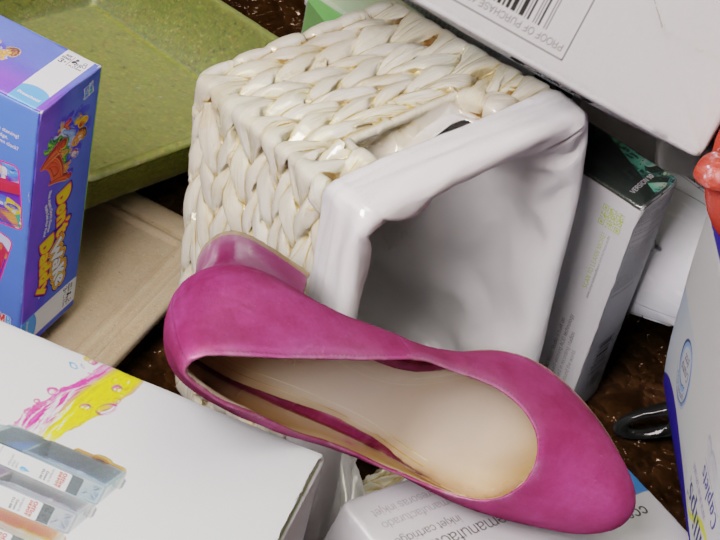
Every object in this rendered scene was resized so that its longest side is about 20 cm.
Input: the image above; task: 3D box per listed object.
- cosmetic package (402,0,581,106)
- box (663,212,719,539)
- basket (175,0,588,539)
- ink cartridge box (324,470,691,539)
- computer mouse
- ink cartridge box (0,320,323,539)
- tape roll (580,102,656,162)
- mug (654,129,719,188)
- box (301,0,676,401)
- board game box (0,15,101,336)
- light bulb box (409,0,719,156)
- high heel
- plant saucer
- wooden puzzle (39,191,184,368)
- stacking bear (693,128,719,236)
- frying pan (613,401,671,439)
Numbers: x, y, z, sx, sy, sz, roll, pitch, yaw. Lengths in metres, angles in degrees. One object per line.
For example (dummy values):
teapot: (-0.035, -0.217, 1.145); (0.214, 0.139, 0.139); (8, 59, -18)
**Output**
cosmetic package: (0.060, -0.159, 0.961); (0.149, 0.201, 0.052); (15, 37, 1)
box: (0.236, 0.070, 0.730); (0.198, 0.106, 0.184); (7, 32, -2)
basket: (0.000, 0.000, 0.794); (0.135, 0.201, 0.123); (-25, 49, -34)
ink cartridge box: (0.089, 0.169, 0.709); (0.146, 0.086, 0.200); (-14, 48, -40)
computer mouse: (0.136, -0.019, 0.878); (0.199, 0.110, 0.044); (27, 8, 42)
ink cartridge box: (-0.135, 0.123, 0.667); (0.199, 0.146, 0.145); (22, 44, 8)
tape roll: (0.211, -0.170, 1.057); (0.201, 0.140, 0.204); (7, 45, -7)
mug: (0.264, -0.024, 0.935); (0.174, 0.148, 0.202); (1, 74, -16)
box: (0.046, -0.037, 0.876); (0.199, 0.145, 0.036); (35, 48, 20)
board game box: (-0.214, -0.067, 0.798); (0.199, 0.135, 0.045); (27, 41, 14)
light bulb box: (0.083, -0.154, 0.788); (0.197, 0.125, 0.200); (29, 8, 1)
high heel: (0.019, 0.057, 0.655); (0.199, 0.067, 0.096); (36, 20, -12)
plant saucer: (-0.143, -0.102, 0.941); (0.199, 0.048, 0.199); (35, 36, 25)
wooden puzzle: (-0.187, 0.001, 0.862); (0.184, 0.037, 0.200); (27, 41, 14)
stacking bear: (0.225, -0.016, 0.670); (0.198, 0.115, 0.121); (16, 33, 20)
frying pan: (0.231, 0.066, 0.876); (0.115, 0.189, 0.031); (52, 19, -17)
